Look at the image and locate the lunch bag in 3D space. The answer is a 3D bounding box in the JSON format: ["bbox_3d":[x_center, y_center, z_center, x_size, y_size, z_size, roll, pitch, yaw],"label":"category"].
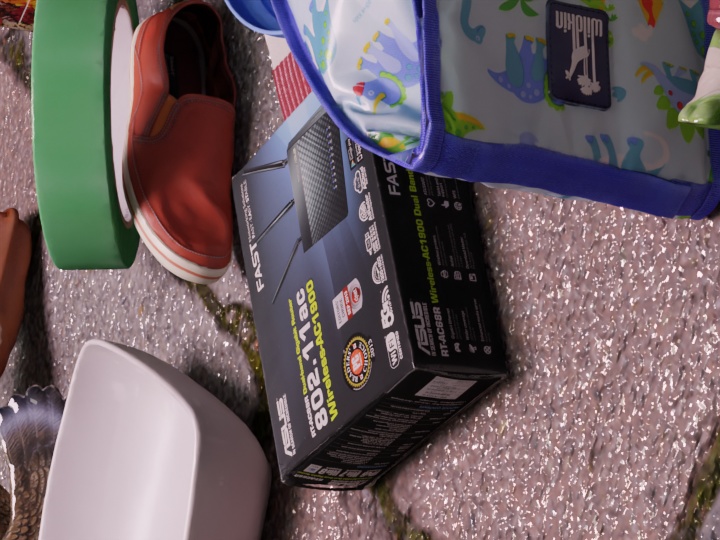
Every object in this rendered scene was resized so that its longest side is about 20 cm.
[{"bbox_3d":[0.067,-0.109,1.088,0.128,0.169,0.201,-57,39,37],"label":"lunch bag"}]

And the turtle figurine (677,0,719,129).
[{"bbox_3d":[0.187,-0.151,0.923,0.200,0.143,0.195,8,96,63],"label":"turtle figurine"}]

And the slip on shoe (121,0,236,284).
[{"bbox_3d":[-0.110,-0.085,1.480,0.061,0.074,0.201,-38,48,46],"label":"slip on shoe"}]

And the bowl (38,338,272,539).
[{"bbox_3d":[-0.125,0.158,1.452,0.200,0.074,0.201,29,109,57],"label":"bowl"}]

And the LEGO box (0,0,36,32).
[{"bbox_3d":[-0.223,-0.293,1.697,0.149,0.077,0.201,-28,61,54],"label":"LEGO box"}]

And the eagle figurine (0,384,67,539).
[{"bbox_3d":[-0.241,0.198,1.620,0.151,0.151,0.201,4,50,21],"label":"eagle figurine"}]

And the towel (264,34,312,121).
[{"bbox_3d":[-0.015,-0.179,1.384,0.144,0.023,0.201,-43,50,45],"label":"towel"}]

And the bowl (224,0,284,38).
[{"bbox_3d":[-0.023,-0.233,1.350,0.200,0.039,0.202,-14,73,54],"label":"bowl"}]

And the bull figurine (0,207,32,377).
[{"bbox_3d":[-0.291,0.048,1.725,0.121,0.065,0.201,-41,27,49],"label":"bull figurine"}]

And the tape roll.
[{"bbox_3d":[-0.174,-0.101,1.510,0.200,0.048,0.202,-1,-90,-88],"label":"tape roll"}]

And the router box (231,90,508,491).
[{"bbox_3d":[0.000,0.000,1.283,0.150,0.062,0.201,-44,48,48],"label":"router box"}]
